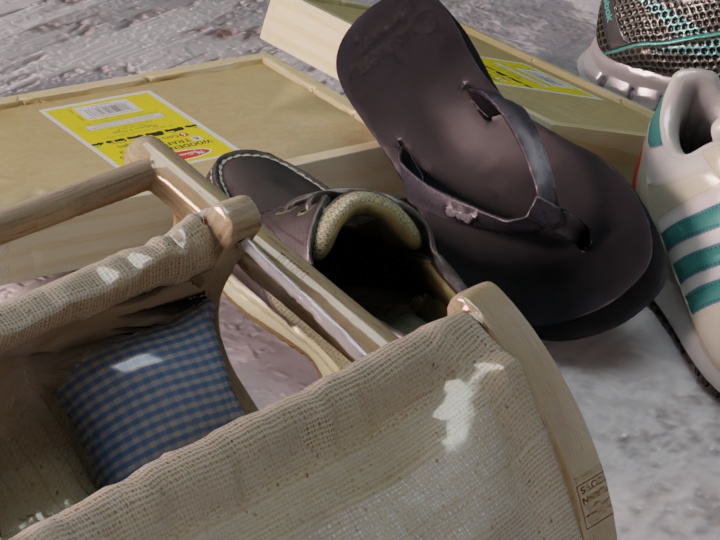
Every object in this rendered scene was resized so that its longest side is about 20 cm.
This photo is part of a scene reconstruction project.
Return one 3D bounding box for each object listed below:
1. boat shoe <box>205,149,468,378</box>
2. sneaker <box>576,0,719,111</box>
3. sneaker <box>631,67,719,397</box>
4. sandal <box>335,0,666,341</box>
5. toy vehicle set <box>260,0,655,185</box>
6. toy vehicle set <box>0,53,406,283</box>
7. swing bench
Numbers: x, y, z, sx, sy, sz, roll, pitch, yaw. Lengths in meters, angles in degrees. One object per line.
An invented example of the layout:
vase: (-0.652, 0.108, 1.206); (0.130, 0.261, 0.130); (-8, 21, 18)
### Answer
boat shoe: (-0.001, 0.000, 0.787); (0.072, 0.066, 0.201); (-6, 35, -27)
sneaker: (0.200, -0.110, 1.027); (0.200, 0.091, 0.078); (15, 29, 22)
sneaker: (0.157, -0.014, 0.820); (0.070, 0.094, 0.200); (-5, 27, -15)
sandal: (0.045, -0.044, 0.858); (0.200, 0.076, 0.043); (49, 5, 37)
toy vehicle set: (0.060, -0.083, 0.987); (0.124, 0.027, 0.200); (4, 20, -42)
toy vehicle set: (-0.094, -0.049, 0.923); (0.200, 0.027, 0.124); (-13, 30, -30)
swing bench: (-0.060, 0.071, 0.583); (0.200, 0.130, 0.199); (23, 32, 34)
